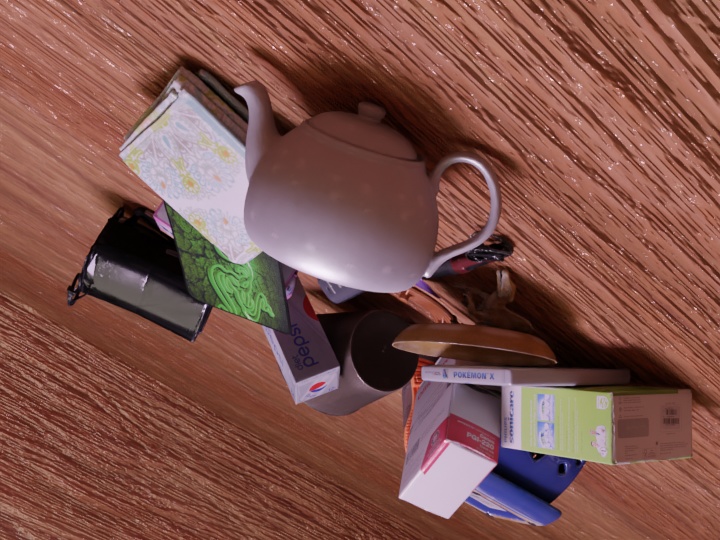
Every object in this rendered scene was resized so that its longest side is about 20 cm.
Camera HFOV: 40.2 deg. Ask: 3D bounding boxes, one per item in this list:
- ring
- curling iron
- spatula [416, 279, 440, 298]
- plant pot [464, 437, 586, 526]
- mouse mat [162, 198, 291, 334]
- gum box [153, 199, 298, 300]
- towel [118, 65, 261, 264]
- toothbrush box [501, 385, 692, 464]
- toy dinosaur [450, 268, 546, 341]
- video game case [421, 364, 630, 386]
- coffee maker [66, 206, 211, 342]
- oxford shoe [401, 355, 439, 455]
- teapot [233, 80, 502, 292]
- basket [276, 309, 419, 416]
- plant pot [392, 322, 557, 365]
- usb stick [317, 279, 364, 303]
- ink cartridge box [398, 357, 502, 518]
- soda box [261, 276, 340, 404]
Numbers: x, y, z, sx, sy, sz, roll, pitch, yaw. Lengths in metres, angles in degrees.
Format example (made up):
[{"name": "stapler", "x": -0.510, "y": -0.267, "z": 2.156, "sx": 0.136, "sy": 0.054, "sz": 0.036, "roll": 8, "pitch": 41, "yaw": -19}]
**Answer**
[{"name": "ring", "x": 0.043, "y": 0.053, "z": 1.386, "sx": 0.197, "sy": 0.020, "sz": 0.201, "roll": 22, "pitch": 162, "yaw": 7}, {"name": "curling iron", "x": 0.105, "y": -0.013, "z": 1.105, "sx": 0.049, "sy": 0.026, "sz": 0.199, "roll": 24, "pitch": 162, "yaw": -20}, {"name": "spatula", "x": 0.019, "y": 0.002, "z": 1.272, "sx": 0.198, "sy": 0.021, "sz": 0.056, "roll": 10, "pitch": 157, "yaw": 41}, {"name": "plant pot", "x": 0.217, "y": 0.273, "z": 1.507, "sx": 0.198, "sy": 0.182, "sz": 0.199, "roll": 31, "pitch": 162, "yaw": -21}, {"name": "mouse mat", "x": -0.161, "y": -0.006, "z": 1.208, "sx": 0.158, "sy": 0.008, "sz": 0.202, "roll": 19, "pitch": 143, "yaw": 19}, {"name": "gum box", "x": -0.166, "y": -0.032, "z": 1.279, "sx": 0.198, "sy": 0.067, "sz": 0.114, "roll": 35, "pitch": 170, "yaw": -2}, {"name": "towel", "x": -0.151, "y": -0.108, "z": 1.049, "sx": 0.200, "sy": 0.048, "sz": 0.170, "roll": 44, "pitch": 141, "yaw": -15}, {"name": "toothbrush box", "x": 0.292, "y": 0.187, "z": 1.234, "sx": 0.143, "sy": 0.088, "sz": 0.199, "roll": 3, "pitch": 174, "yaw": -31}, {"name": "toy dinosaur", "x": 0.163, "y": 0.060, "z": 1.183, "sx": 0.100, "sy": 0.059, "sz": 0.200, "roll": 14, "pitch": 159, "yaw": 26}, {"name": "video game case", "x": 0.207, "y": 0.131, "z": 1.246, "sx": 0.197, "sy": 0.023, "sz": 0.181, "roll": 3, "pitch": 175, "yaw": -32}, {"name": "coffee maker", "x": -0.319, "y": 0.024, "z": 1.505, "sx": 0.197, "sy": 0.194, "sz": 0.135, "roll": 24, "pitch": 146, "yaw": -4}, {"name": "oxford shoe", "x": 0.096, "y": 0.216, "z": 1.500, "sx": 0.070, "sy": 0.204, "sz": 0.073, "roll": 7, "pitch": 169, "yaw": -13}, {"name": "teapot", "x": -0.004, "y": -0.078, "z": 0.897, "sx": 0.197, "sy": 0.149, "sz": 0.197, "roll": 7, "pitch": -161, "yaw": -39}, {"name": "basket", "x": -0.009, "y": 0.128, "z": 1.428, "sx": 0.180, "sy": 0.137, "sz": 0.199, "roll": 41, "pitch": 155, "yaw": -16}, {"name": "plant pot", "x": 0.136, "y": 0.087, "z": 1.172, "sx": 0.196, "sy": 0.028, "sz": 0.200, "roll": 7, "pitch": 170, "yaw": 1}, {"name": "usb stick", "x": 0.000, "y": 0.000, "z": 1.233, "sx": 0.056, "sy": 0.033, "sz": 0.199, "roll": 48, "pitch": 152, "yaw": -8}, {"name": "ink cartridge box", "x": 0.128, "y": 0.210, "z": 1.351, "sx": 0.084, "sy": 0.202, "sz": 0.147, "roll": 24, "pitch": 130, "yaw": -9}, {"name": "soda box", "x": -0.095, "y": 0.076, "z": 1.355, "sx": 0.064, "sy": 0.067, "sz": 0.202, "roll": 95, "pitch": 153, "yaw": -56}]
